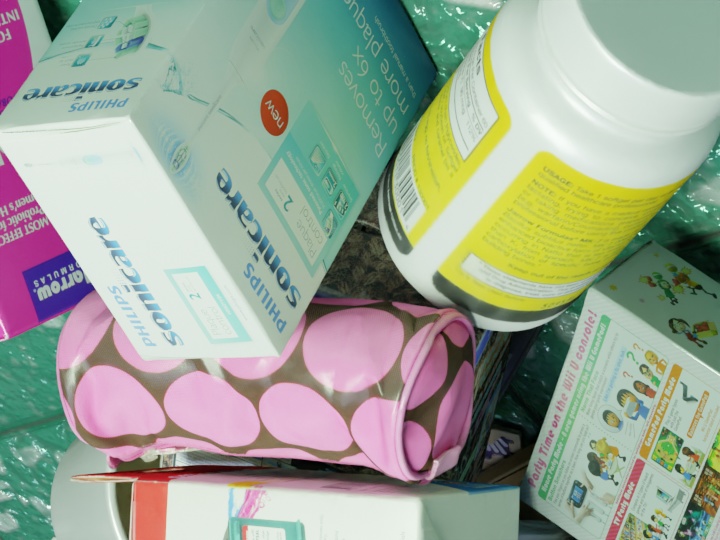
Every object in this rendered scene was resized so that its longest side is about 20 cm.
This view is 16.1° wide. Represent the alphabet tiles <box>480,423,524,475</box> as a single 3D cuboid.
[{"bbox_3d":[0.019,0.097,1.484,0.167,0.008,0.200,13,140,21],"label":"alphabet tiles"}]

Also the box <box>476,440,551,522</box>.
[{"bbox_3d":[0.143,0.159,1.456,0.163,0.021,0.200,38,140,-15],"label":"box"}]

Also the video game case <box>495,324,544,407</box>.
[{"bbox_3d":[0.000,0.000,1.369,0.199,0.019,0.143,29,139,3],"label":"video game case"}]

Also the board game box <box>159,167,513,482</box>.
[{"bbox_3d":[-0.010,0.047,1.334,0.159,0.097,0.200,21,138,10],"label":"board game box"}]

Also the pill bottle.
[{"bbox_3d":[0.095,-0.066,1.162,0.114,0.114,0.200,33,143,-4],"label":"pill bottle"}]

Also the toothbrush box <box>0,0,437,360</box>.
[{"bbox_3d":[-0.062,-0.078,1.178,0.085,0.200,0.147,-3,132,35],"label":"toothbrush box"}]

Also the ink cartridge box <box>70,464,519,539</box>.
[{"bbox_3d":[-0.034,0.135,1.265,0.199,0.068,0.116,1,179,28],"label":"ink cartridge box"}]

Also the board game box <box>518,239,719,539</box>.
[{"bbox_3d":[0.185,0.102,1.232,0.200,0.064,0.148,35,133,21],"label":"board game box"}]

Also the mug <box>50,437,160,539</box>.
[{"bbox_3d":[-0.101,0.150,1.506,0.187,0.149,0.153,59,150,-7],"label":"mug"}]

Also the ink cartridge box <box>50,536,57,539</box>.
[{"bbox_3d":[-0.100,0.233,1.654,0.197,0.044,0.200,24,174,8],"label":"ink cartridge box"}]

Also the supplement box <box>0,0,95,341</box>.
[{"bbox_3d":[-0.212,-0.065,1.310,0.103,0.101,0.201,-11,102,41],"label":"supplement box"}]

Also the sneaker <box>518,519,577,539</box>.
[{"bbox_3d":[0.121,0.185,1.324,0.199,0.114,0.076,-9,120,-14],"label":"sneaker"}]

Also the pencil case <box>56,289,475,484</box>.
[{"bbox_3d":[-0.043,0.057,1.226,0.199,0.091,0.094,4,101,28],"label":"pencil case"}]
